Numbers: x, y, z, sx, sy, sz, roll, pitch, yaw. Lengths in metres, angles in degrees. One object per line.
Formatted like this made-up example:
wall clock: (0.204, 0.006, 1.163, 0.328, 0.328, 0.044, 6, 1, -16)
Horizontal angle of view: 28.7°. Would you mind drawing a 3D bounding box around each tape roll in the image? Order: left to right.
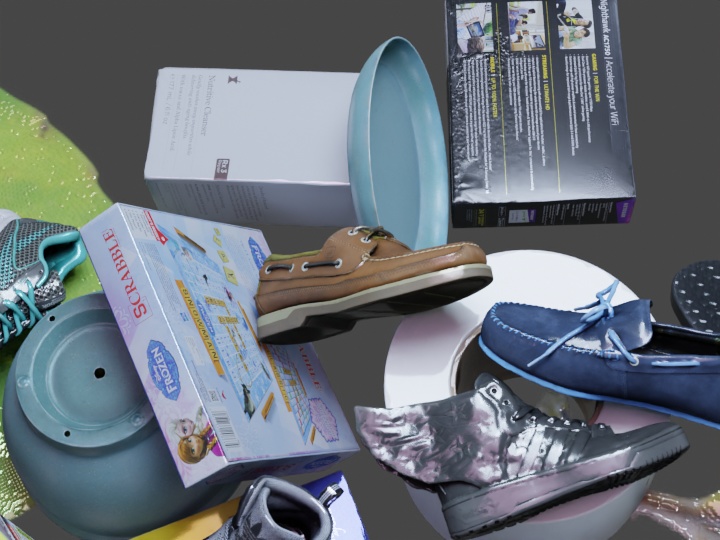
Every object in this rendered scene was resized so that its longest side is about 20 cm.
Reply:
tape roll: (0.121, 0.103, 1.030, 0.202, 0.139, 0.203, -2, 66, 4)

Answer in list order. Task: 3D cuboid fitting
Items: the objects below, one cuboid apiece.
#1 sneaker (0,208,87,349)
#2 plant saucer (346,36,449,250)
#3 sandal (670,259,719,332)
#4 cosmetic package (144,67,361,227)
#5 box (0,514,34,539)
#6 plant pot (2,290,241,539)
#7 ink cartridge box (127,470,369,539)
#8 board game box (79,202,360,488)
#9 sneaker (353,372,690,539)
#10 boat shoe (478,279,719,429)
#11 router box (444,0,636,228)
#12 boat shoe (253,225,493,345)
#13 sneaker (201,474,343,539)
sneaker: (-0.278, 0.021, 1.102, 0.091, 0.078, 0.200, 1, 42, 15)
plant saucer: (0.029, -0.079, 1.091, 0.027, 0.200, 0.200, -5, 65, 19)
sandal: (0.297, 0.081, 1.079, 0.075, 0.048, 0.201, -14, 53, 1)
cosmetic package: (-0.069, -0.101, 1.170, 0.200, 0.081, 0.113, 0, 65, 7)
box: (-0.322, 0.259, 1.020, 0.200, 0.110, 0.035, -35, 68, -9)
plant pot: (-0.185, 0.095, 1.066, 0.200, 0.134, 0.201, -2, 66, 5)
ink cartridge box: (-0.074, 0.265, 1.029, 0.200, 0.047, 0.198, -22, 67, -3)
board game box: (-0.098, 0.055, 1.029, 0.041, 0.199, 0.200, -31, 73, 21)
sneaker: (0.104, 0.107, 0.921, 0.200, 0.060, 0.104, -21, 71, 0)
boat shoe: (0.181, 0.044, 0.928, 0.200, 0.069, 0.084, 11, 31, 1)
router box: (0.147, -0.136, 1.179, 0.149, 0.051, 0.200, -1, 66, 3)
boat shoe: (0.000, 0.000, 0.979, 0.200, 0.072, 0.068, -15, 73, 35)
sneaker: (-0.094, 0.200, 0.939, 0.200, 0.114, 0.075, -25, 66, -40)
